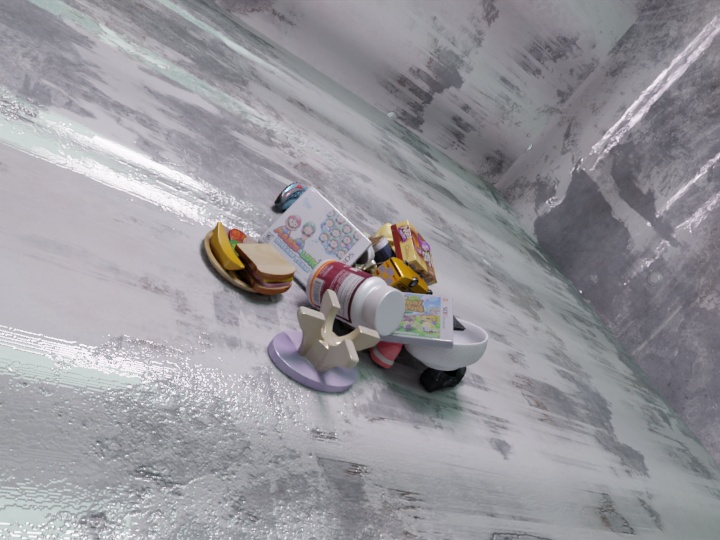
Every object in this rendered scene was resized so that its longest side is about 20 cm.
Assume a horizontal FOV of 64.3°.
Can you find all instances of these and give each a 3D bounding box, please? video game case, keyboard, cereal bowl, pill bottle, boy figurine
[{"bbox_3d":[-0.104,-0.065,1.321,0.200,0.182,0.024,43,-12,7],"label":"video game case"},{"bbox_3d":[0.164,0.101,1.364,0.124,0.021,0.200,4,12,-11],"label":"keyboard"},{"bbox_3d":[0.106,0.102,1.264,0.196,0.022,0.183,5,28,6],"label":"video game case"},{"bbox_3d":[0.187,0.170,1.306,0.196,0.085,0.200,6,14,-2],"label":"cereal bowl"},{"bbox_3d":[-0.011,0.056,1.198,0.198,0.116,0.113,22,9,39],"label":"pill bottle"},{"bbox_3d":[0.111,-0.044,1.633,0.201,0.064,0.125,54,15,-32],"label":"boy figurine"}]

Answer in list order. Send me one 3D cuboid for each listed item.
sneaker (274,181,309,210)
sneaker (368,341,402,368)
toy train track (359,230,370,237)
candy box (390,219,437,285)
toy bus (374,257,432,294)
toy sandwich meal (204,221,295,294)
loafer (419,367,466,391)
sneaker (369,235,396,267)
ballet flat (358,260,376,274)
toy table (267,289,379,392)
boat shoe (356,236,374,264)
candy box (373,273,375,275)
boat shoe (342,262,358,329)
[{"bbox_3d":[-0.148,-0.178,1.548,0.096,0.079,0.199,50,25,17],"label":"sneaker"},{"bbox_3d":[0.060,0.131,1.316,0.073,0.087,0.201,27,27,-27],"label":"sneaker"},{"bbox_3d":[-0.063,-0.110,1.538,0.197,0.114,0.033,18,66,-26],"label":"toy train track"},{"bbox_3d":[0.146,-0.040,1.539,0.200,0.056,0.119,37,40,-59],"label":"candy box"},{"bbox_3d":[0.113,0.034,1.437,0.066,0.078,0.200,60,12,29],"label":"toy bus"},{"bbox_3d":[-0.228,-0.031,1.184,0.203,0.070,0.206,33,25,-17],"label":"toy sandwich meal"},{"bbox_3d":[0.213,0.240,1.375,0.068,0.071,0.199,52,26,20],"label":"loafer"},{"bbox_3d":[0.049,-0.033,1.561,0.109,0.070,0.200,53,-12,-9],"label":"sneaker"},{"bbox_3d":[0.000,0.000,1.466,0.068,0.076,0.199,47,24,21],"label":"ballet flat"},{"bbox_3d":[-0.062,0.139,1.083,0.198,0.118,0.185,14,34,-44],"label":"toy table"},{"bbox_3d":[-0.014,-0.072,1.428,0.064,0.076,0.201,-10,22,-25],"label":"boat shoe"},{"bbox_3d":[0.086,0.095,1.422,0.201,0.026,0.102,56,12,0],"label":"candy box"},{"bbox_3d":[-0.025,0.050,1.335,0.066,0.071,0.204,55,20,-56],"label":"boat shoe"}]
